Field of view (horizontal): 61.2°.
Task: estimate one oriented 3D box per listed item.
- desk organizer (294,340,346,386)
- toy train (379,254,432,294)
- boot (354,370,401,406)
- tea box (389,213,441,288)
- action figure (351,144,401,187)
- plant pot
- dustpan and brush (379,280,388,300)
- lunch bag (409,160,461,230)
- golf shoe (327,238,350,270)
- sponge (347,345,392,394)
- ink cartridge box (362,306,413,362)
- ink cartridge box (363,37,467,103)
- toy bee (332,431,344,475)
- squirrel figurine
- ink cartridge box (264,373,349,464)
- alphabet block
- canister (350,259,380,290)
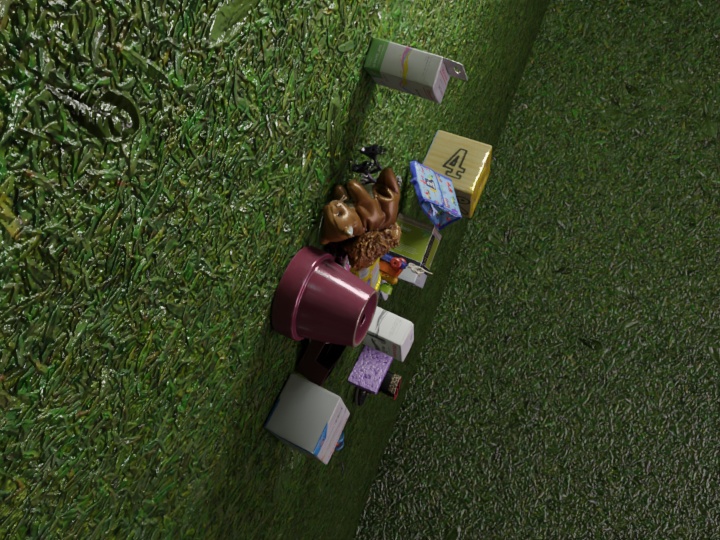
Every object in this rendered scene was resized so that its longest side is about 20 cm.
[{"bbox_3d":[-0.081,0.187,1.489,0.072,0.076,0.202,-46,167,-55],"label":"desk organizer"},{"bbox_3d":[0.095,0.019,1.757,0.117,0.198,0.085,-66,165,8],"label":"toy train"},{"bbox_3d":[0.064,0.442,2.268,0.073,0.148,0.203,-34,142,-64],"label":"boot"},{"bbox_3d":[0.169,-0.062,2.024,0.200,0.132,0.200,-68,165,-1],"label":"tea box"},{"bbox_3d":[0.036,-0.196,1.460,0.201,0.101,0.120,80,32,-56],"label":"action figure"},{"bbox_3d":[-0.066,0.071,1.300,0.200,0.176,0.203,21,90,-75],"label":"plant pot"},{"bbox_3d":[0.066,0.056,1.943,0.141,0.057,0.201,-57,157,-18],"label":"dustpan and brush"},{"bbox_3d":[0.213,-0.240,1.884,0.199,0.093,0.153,26,45,-46],"label":"lunch bag"},{"bbox_3d":[-0.055,0.004,1.446,0.092,0.072,0.203,13,97,-74],"label":"golf shoe"},{"bbox_3d":[0.046,0.323,2.128,0.030,0.110,0.202,81,33,-58],"label":"sponge"},{"bbox_3d":[0.053,0.174,1.799,0.086,0.197,0.146,-62,163,-22],"label":"ink cartridge box"},{"bbox_3d":[0.118,-0.412,1.275,0.068,0.197,0.117,-70,164,5],"label":"ink cartridge box"},{"bbox_3d":[-0.104,0.543,1.954,0.201,0.107,0.133,-93,-174,-63],"label":"toy bee"},{"bbox_3d":[0.001,-0.097,1.324,0.186,0.140,0.203,-41,116,-46],"label":"squirrel figurine"},{"bbox_3d":[-0.129,0.378,1.533,0.149,0.143,0.201,-62,163,-20],"label":"ink cartridge box"},{"bbox_3d":[0.324,-0.329,2.092,0.196,0.197,0.199,67,46,-69],"label":"alphabet block"},{"bbox_3d":[0.000,0.000,1.602,0.202,0.085,0.150,89,21,-50],"label":"canister"}]
